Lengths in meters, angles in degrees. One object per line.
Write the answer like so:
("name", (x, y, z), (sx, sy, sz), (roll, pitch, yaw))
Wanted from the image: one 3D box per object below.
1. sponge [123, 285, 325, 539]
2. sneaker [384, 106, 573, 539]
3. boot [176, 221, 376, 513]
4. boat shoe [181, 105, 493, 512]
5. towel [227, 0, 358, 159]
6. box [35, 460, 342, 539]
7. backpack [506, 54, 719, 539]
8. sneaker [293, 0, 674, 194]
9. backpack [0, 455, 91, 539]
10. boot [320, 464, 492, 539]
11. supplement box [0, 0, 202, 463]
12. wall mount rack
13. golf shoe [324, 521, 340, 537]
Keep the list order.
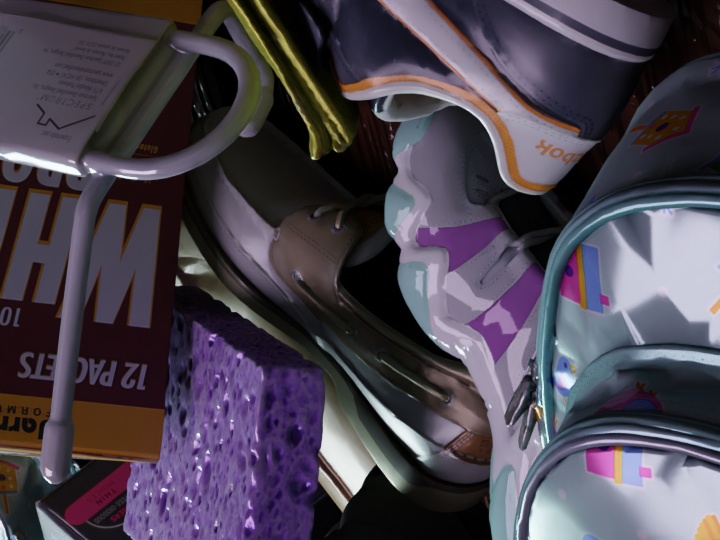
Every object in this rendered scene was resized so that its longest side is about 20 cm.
("sponge", (-0.058, 0.076, 0.958), (0.200, 0.030, 0.112), (-153, 69, -71))
("sneaker", (0.095, 0.020, 0.824), (0.139, 0.078, 0.201), (-16, 97, 44))
("boot", (-0.040, 0.047, 1.095), (0.200, 0.066, 0.175), (52, 156, 1))
("boat shoe", (0.000, 0.000, 0.965), (0.200, 0.075, 0.069), (49, 135, 17))
("towel", (-0.030, -0.084, 0.849), (0.086, 0.018, 0.200), (56, -176, -6))
("box", (-0.083, 0.171, 1.263), (0.106, 0.122, 0.201), (39, 152, 27))
("backpack", (0.129, 0.047, 0.660), (0.175, 0.153, 0.201), (15, 125, 26))
("sneaker", (0.004, -0.100, 0.776), (0.200, 0.078, 0.080), (39, 115, 28))
("backpack", (-0.187, 0.096, 1.325), (0.175, 0.153, 0.200), (34, 157, 26))
("boot", (0.045, 0.176, 0.966), (0.200, 0.132, 0.070), (47, 117, -2))
("supplement box", (-0.167, -0.022, 1.021), (0.200, 0.132, 0.199), (173, 103, -68))
("wall mount rack", (-0.123, -0.027, 0.846), (0.199, 0.174, 0.075), (12, 147, 32))
("golf shoe", (0.056, 0.187, 1.119), (0.200, 0.077, 0.088), (35, 169, 41))
